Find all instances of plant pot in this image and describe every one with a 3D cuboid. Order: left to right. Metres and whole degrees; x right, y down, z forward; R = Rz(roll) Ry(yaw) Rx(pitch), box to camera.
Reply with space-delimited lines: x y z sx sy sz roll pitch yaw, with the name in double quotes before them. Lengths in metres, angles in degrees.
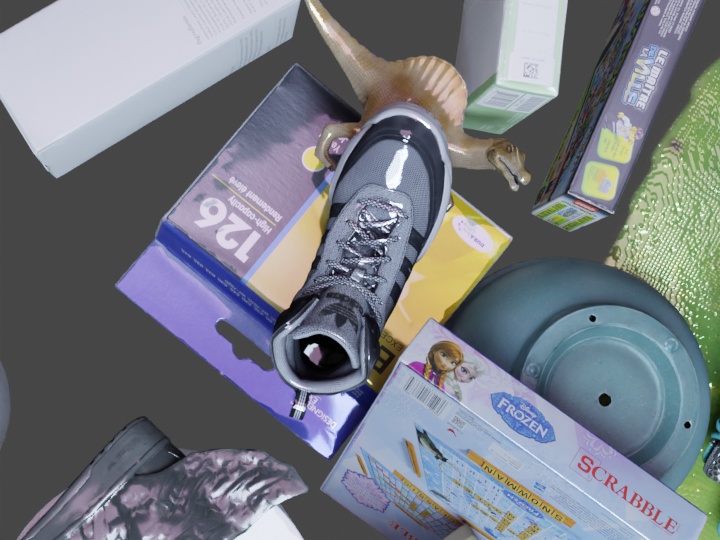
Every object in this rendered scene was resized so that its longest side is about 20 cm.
"plant pot" 0.149 0.085 0.942 0.200 0.134 0.201 1 85 -7

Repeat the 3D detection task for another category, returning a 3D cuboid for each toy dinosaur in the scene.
"toy dinosaur" 0.019 -0.103 0.926 0.200 0.058 0.101 39 100 3

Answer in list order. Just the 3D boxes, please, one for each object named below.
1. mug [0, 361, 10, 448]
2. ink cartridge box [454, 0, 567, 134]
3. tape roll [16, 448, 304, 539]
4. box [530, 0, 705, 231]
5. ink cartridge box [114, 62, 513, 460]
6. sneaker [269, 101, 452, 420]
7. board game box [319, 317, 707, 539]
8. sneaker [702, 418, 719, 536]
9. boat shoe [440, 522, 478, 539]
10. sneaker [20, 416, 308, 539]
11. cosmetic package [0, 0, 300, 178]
"mug" -0.324 0.101 0.868 0.200 0.175 0.148 -36 90 -8
"ink cartridge box" 0.103 -0.204 0.954 0.048 0.146 0.200 9 84 -8
"tape roll" -0.126 0.217 0.899 0.202 0.139 0.203 0 86 -5
"box" 0.184 -0.129 0.975 0.035 0.110 0.200 25 83 -3
"ink cartridge box" -0.033 -0.007 0.975 0.198 0.047 0.200 39 81 -1
"sneaker" 0.000 0.000 0.867 0.075 0.114 0.200 21 115 -1
"board game box" 0.086 0.145 0.888 0.200 0.200 0.041 36 56 5
"sneaker" 0.271 0.110 0.948 0.091 0.078 0.200 -22 112 -16
"boat shoe" 0.018 0.218 0.816 0.200 0.072 0.068 -26 76 -40
"sneaker" -0.132 0.164 0.803 0.104 0.060 0.200 41 79 3
"cosmetic package" -0.146 -0.152 0.943 0.200 0.108 0.085 -31 89 -9
